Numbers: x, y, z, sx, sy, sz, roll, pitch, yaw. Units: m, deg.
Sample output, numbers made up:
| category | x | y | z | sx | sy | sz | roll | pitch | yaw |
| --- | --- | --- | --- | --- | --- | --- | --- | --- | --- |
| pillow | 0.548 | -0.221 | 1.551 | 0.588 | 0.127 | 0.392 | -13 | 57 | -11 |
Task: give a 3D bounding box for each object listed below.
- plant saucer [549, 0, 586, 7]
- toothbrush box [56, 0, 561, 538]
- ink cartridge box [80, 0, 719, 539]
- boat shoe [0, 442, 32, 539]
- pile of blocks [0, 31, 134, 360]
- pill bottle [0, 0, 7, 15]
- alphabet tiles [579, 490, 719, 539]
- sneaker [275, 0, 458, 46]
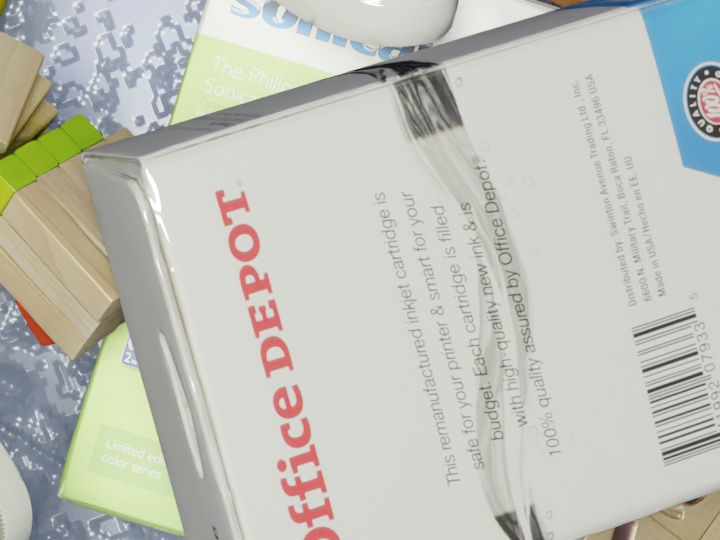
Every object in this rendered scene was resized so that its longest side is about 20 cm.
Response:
| category | x | y | z | sx | sy | sz | roll | pitch | yaw |
| --- | --- | --- | --- | --- | --- | --- | --- | --- | --- |
| plant saucer | 0.106 | -0.171 | 0.933 | 0.200 | 0.032 | 0.200 | 0 | 71 | 1 |
| toothbrush box | 0.000 | 0.000 | 0.931 | 0.146 | 0.086 | 0.200 | 16 | 91 | 1 |
| ink cartridge box | 0.034 | 0.006 | 0.827 | 0.200 | 0.084 | 0.145 | -17 | 99 | -16 |
| boat shoe | -0.181 | 0.022 | 0.806 | 0.200 | 0.060 | 0.076 | 41 | 130 | 7 |
| pile of blocks | -0.146 | -0.037 | 0.869 | 0.200 | 0.082 | 0.062 | 30 | 131 | -10 |
| pill bottle | -0.186 | -0.070 | 0.931 | 0.109 | 0.109 | 0.200 | 24 | 91 | 3 |
| alphabet tiles | 0.089 | 0.034 | 0.894 | 0.166 | 0.006 | 0.200 | 39 | 83 | -16 |
| sneaker | -0.013 | -0.171 | 0.877 | 0.074 | 0.116 | 0.200 | -5 | 48 | -27 |
